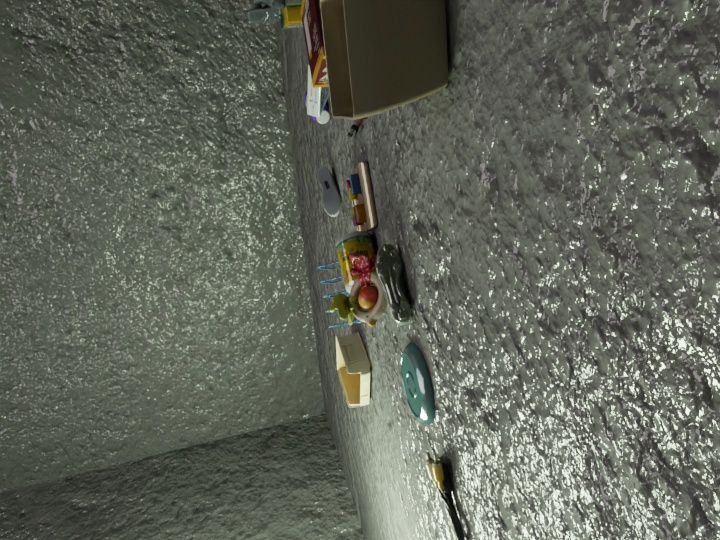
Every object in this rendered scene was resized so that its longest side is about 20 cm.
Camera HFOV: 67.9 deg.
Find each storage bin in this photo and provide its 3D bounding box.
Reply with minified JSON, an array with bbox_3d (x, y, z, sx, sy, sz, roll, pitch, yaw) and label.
[{"bbox_3d":[-0.026,0.378,2.023,0.200,0.091,0.203,-112,17,-47],"label":"storage bin"}]

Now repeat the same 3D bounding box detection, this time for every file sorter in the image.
[{"bbox_3d":[-0.047,0.071,1.686,0.138,0.120,0.205,7,-109,-71],"label":"file sorter"}]

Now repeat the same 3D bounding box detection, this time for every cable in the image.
[{"bbox_3d":[0.185,0.515,1.220,0.097,0.049,0.205,121,139,-74],"label":"cable"}]

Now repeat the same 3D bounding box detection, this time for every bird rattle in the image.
[{"bbox_3d":[0.018,0.058,1.417,0.162,0.202,0.112,34,-178,40],"label":"bird rattle"}]

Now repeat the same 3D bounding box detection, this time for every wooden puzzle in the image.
[{"bbox_3d":[-0.007,-0.208,1.570,0.200,0.045,0.190,177,84,-78],"label":"wooden puzzle"}]

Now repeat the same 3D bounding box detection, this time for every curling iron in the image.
[{"bbox_3d":[0.002,-0.401,1.411,0.050,0.025,0.200,-65,9,-14],"label":"curling iron"}]

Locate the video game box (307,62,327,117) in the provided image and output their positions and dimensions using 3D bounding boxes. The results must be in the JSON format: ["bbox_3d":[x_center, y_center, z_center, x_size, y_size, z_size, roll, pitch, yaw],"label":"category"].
[{"bbox_3d":[-0.101,-0.574,1.517,0.183,0.046,0.203,98,-171,-62],"label":"video game box"}]

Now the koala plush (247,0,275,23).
[{"bbox_3d":[-0.433,-1.290,2.558,0.202,0.179,0.180,-82,3,-51],"label":"koala plush"}]

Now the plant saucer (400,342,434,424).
[{"bbox_3d":[0.136,0.284,1.333,0.200,0.027,0.205,170,90,-79],"label":"plant saucer"}]

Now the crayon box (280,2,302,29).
[{"bbox_3d":[-0.191,-0.835,1.752,0.200,0.123,0.053,-131,33,-69],"label":"crayon box"}]

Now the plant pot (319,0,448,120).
[{"bbox_3d":[0.041,-0.368,0.892,0.200,0.173,0.205,-131,34,-69],"label":"plant pot"}]

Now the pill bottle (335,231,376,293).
[{"bbox_3d":[0.000,0.000,1.547,0.113,0.110,0.205,116,143,-70],"label":"pill bottle"}]

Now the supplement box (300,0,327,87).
[{"bbox_3d":[-0.058,-0.586,1.303,0.197,0.130,0.205,167,93,-78],"label":"supplement box"}]

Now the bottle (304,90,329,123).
[{"bbox_3d":[-0.154,-0.588,1.926,0.201,0.064,0.085,-115,18,-52],"label":"bottle"}]

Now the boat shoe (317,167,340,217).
[{"bbox_3d":[-0.110,-0.284,1.992,0.070,0.070,0.204,40,-151,-64],"label":"boat shoe"}]

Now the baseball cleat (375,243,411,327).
[{"bbox_3d":[0.076,0.041,1.325,0.107,0.068,0.205,97,164,-73],"label":"baseball cleat"}]
